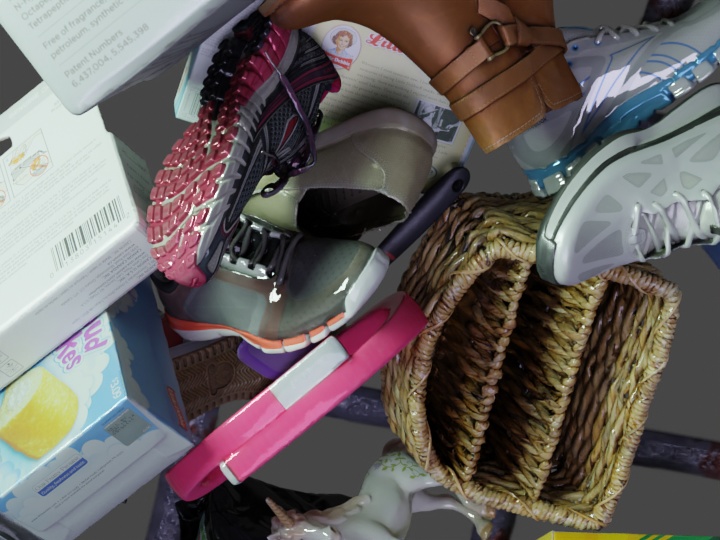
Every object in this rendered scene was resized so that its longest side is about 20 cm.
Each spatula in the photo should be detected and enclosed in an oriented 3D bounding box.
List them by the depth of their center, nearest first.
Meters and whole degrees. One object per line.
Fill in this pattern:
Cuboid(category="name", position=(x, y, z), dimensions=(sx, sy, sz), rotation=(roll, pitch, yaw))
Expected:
Cuboid(category="spatula", position=(0.000, 0.000, 1.158), dimensions=(0.200, 0.021, 0.056), rotation=(-41, 133, 11))

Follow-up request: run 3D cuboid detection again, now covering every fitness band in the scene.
Cuboid(category="fitness band", position=(-0.041, 0.084, 1.110), dimensions=(0.200, 0.144, 0.038), rotation=(-38, 88, 5))

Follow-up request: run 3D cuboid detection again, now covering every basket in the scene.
Cuboid(category="basket", position=(0.105, 0.063, 1.164), dimensions=(0.142, 0.149, 0.201), rotation=(1, 118, -28))

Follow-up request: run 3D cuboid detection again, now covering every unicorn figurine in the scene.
Cuboid(category="unicorn figurine", position=(0.017, 0.181, 1.212), dimensions=(0.137, 0.200, 0.074), rotation=(25, 113, 10))

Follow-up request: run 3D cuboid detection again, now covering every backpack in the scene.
Cuboid(category="backpack", position=(-0.078, 0.263, 1.273), dimensions=(0.166, 0.127, 0.201), rotation=(18, 116, -18))

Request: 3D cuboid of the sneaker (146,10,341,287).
Cuboid(category="sneaker", position=(-0.065, -0.073, 1.036), dimensions=(0.075, 0.201, 0.080), rotation=(39, 145, -25))

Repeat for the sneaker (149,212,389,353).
Cuboid(category="sneaker", position=(-0.072, 0.000, 1.086), dimensions=(0.199, 0.077, 0.082), rotation=(-7, 129, 42))

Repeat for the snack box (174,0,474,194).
Cuboid(category="snack box", position=(-0.012, -0.130, 1.135), dimensions=(0.198, 0.037, 0.117), rotation=(17, 115, -14))

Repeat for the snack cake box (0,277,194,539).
Cuboid(category="snack cake box", position=(-0.186, 0.063, 1.098), dimensions=(0.115, 0.201, 0.067), rotation=(-38, 130, 13))

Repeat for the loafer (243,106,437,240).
Cuboid(category="loafer", position=(-0.038, -0.043, 1.127), dimensions=(0.199, 0.069, 0.076), rotation=(-26, 132, 34))

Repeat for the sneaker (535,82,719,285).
Cuboid(category="sneaker", position=(0.208, -0.040, 1.061), dimensions=(0.200, 0.115, 0.076), rotation=(-35, 137, -24))

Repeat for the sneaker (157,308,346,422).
Cuboid(category="sneaker", position=(-0.114, 0.052, 1.207), dimensions=(0.199, 0.112, 0.072), rotation=(-16, 119, -33))

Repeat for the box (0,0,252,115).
Cuboid(category="box", position=(-0.118, -0.221, 0.970), dimensions=(0.199, 0.199, 0.172), rotation=(-35, 97, 12))

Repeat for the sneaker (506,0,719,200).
Cuboid(category="sneaker", position=(0.173, -0.140, 1.136), dimensions=(0.200, 0.075, 0.087), rotation=(-39, 97, 6))

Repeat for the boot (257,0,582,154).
Cuboid(category="boot", position=(0.043, -0.143, 1.065), dimensions=(0.199, 0.076, 0.156), rotation=(-27, 97, -34))

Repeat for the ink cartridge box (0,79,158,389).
Cuboid(category="ink cartridge box", position=(-0.225, -0.020, 1.103), dimensions=(0.199, 0.177, 0.045), rotation=(-36, 136, 12))

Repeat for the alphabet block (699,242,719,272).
Cuboid(category="alphabet block", position=(0.374, -0.010, 1.128), dimensions=(0.199, 0.197, 0.196), rotation=(30, 111, -33))

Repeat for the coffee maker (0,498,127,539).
Cuboid(category="coffee maker", position=(-0.239, 0.149, 1.154), dimensions=(0.190, 0.201, 0.136), rotation=(13, 119, -12))

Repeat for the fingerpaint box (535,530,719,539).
Cuboid(category="fingerpaint box", position=(0.196, 0.241, 1.257), dimensions=(0.165, 0.200, 0.074), rotation=(3, 73, -7))
